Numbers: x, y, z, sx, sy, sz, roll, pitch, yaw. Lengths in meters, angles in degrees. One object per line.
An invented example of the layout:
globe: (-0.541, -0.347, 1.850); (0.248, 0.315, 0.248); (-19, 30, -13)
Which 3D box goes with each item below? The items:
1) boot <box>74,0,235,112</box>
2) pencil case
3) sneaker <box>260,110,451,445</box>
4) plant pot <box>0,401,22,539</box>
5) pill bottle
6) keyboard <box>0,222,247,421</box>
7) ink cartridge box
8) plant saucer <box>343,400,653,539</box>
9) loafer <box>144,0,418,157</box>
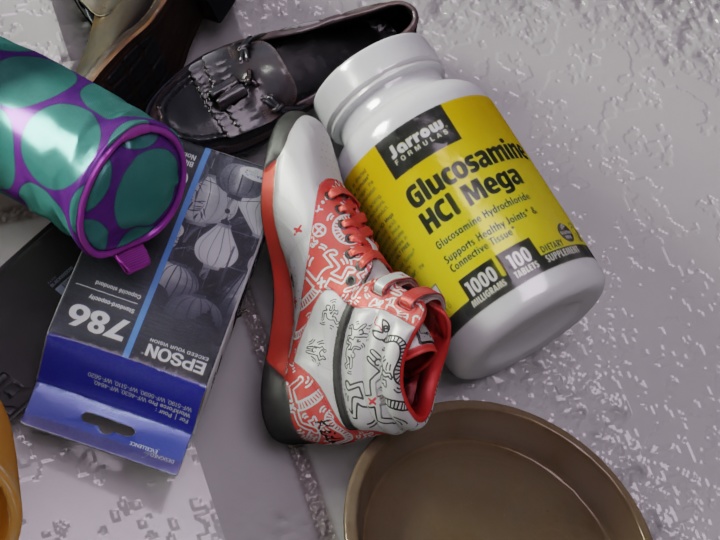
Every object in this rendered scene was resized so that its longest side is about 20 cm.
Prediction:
boot: (-0.160, -0.157, 1.118); (0.097, 0.075, 0.200); (25, 64, 25)
pencil case: (-0.196, -0.078, 1.007); (0.199, 0.093, 0.085); (27, 32, 31)
sneaker: (0.000, 0.001, 1.023); (0.107, 0.067, 0.203); (-6, 77, 28)
plant pot: (-0.281, 0.062, 0.898); (0.199, 0.201, 0.184); (-1, 48, -16)
pill bottle: (0.055, -0.043, 1.078); (0.112, 0.113, 0.201); (-24, 72, -25)
keyboard: (-0.151, 0.021, 1.042); (0.127, 0.021, 0.200); (38, 61, 12)
ink cartridge box: (-0.119, 0.013, 1.020); (0.099, 0.039, 0.201); (18, 58, -2)
plant saucer: (0.080, 0.166, 1.006); (0.199, 0.030, 0.201); (13, 49, -15)
loafer: (-0.048, -0.130, 1.115); (0.199, 0.063, 0.072); (-25, 80, -30)
